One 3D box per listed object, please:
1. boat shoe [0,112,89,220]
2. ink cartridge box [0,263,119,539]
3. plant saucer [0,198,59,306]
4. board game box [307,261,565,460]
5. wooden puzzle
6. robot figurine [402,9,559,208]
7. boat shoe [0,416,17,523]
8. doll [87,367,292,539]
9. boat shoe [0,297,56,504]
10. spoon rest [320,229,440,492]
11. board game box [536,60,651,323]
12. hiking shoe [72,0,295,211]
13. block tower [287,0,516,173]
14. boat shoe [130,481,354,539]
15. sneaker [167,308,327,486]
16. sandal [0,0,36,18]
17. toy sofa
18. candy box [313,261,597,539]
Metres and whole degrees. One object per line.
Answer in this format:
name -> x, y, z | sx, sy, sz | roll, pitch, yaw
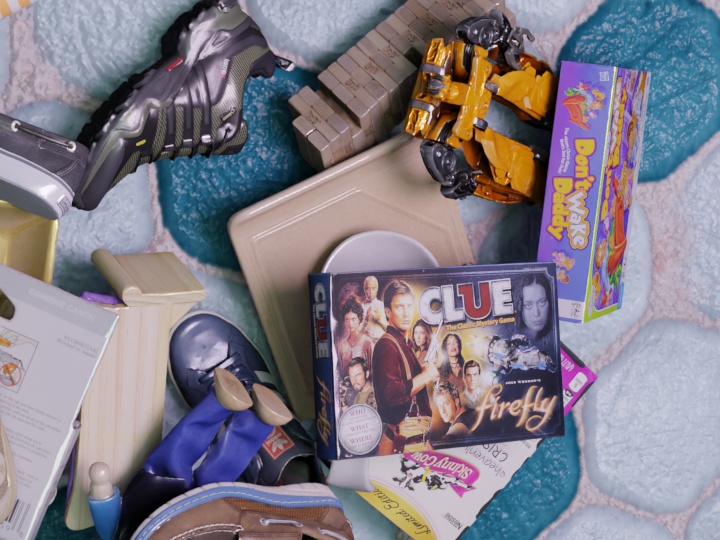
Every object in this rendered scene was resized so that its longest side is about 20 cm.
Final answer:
boat shoe -> -0.284, -0.109, 1.278 | 0.199, 0.070, 0.066 | 27, 71, 1
ink cartridge box -> -0.286, 0.072, 1.247 | 0.199, 0.044, 0.174 | 23, 89, -1
plant saucer -> -0.332, 0.038, 1.308 | 0.199, 0.048, 0.201 | 7, 96, -23
board game box -> 0.059, 0.064, 1.344 | 0.199, 0.035, 0.136 | -4, 90, -29
wooden puzzle -> 0.000, 0.000, 1.428 | 0.184, 0.037, 0.201 | -26, 121, -16
robot figurine -> 0.100, -0.118, 1.396 | 0.200, 0.058, 0.146 | 20, 86, -55
boat shoe -> -0.274, 0.077, 1.193 | 0.071, 0.065, 0.201 | -17, 91, 0
doll -> -0.140, 0.164, 1.309 | 0.136, 0.048, 0.200 | 26, 105, -41
boat shoe -> -0.243, 0.113, 1.295 | 0.073, 0.063, 0.202 | 13, 94, -23
spoon rest -> 0.008, 0.069, 1.371 | 0.099, 0.061, 0.201 | 9, 87, 3
board game box -> 0.187, -0.064, 1.453 | 0.045, 0.134, 0.201 | 9, 98, 20
hiking shoe -> -0.134, -0.110, 1.347 | 0.101, 0.076, 0.200 | 43, 81, -18
block tower -> 0.030, -0.159, 1.404 | 0.200, 0.058, 0.054 | -40, 67, -12
boat shoe -> -0.076, 0.198, 1.298 | 0.199, 0.072, 0.072 | -4, 131, -43
sneaker -> -0.080, 0.118, 1.400 | 0.075, 0.084, 0.200 | -37, 109, -12
sandal -> -0.242, -0.233, 1.294 | 0.206, 0.059, 0.079 | -29, 108, -15
toy sofa -> -0.178, 0.090, 1.338 | 0.097, 0.083, 0.201 | -4, 113, -23
candy box -> 0.076, 0.114, 1.454 | 0.136, 0.061, 0.200 | 41, 90, -30
